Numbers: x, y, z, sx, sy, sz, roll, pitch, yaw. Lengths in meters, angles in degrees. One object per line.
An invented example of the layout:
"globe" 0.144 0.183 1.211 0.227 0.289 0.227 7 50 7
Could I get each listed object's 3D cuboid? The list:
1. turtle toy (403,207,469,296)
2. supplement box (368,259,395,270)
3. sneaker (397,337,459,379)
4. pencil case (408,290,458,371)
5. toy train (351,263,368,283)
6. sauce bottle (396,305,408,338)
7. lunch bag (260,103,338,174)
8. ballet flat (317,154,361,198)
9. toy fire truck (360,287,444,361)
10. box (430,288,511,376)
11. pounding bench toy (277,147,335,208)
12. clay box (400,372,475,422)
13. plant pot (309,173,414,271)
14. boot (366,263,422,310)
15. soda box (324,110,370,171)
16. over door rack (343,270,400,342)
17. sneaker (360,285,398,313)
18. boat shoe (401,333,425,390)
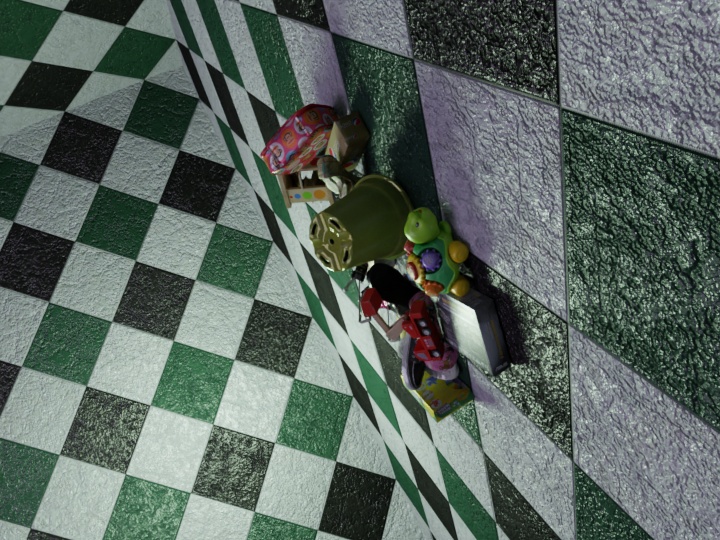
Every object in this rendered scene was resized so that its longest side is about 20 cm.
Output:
"turtle toy" 0.139 -0.034 1.173 0.146 0.100 0.203 42 147 54
"supplement box" 0.031 -0.092 1.518 0.127 0.073 0.201 55 163 29
"sneaker" 0.189 0.227 1.542 0.080 0.078 0.199 19 -175 -44
"pencil case" 0.176 0.144 1.395 0.086 0.082 0.203 26 141 48
"toy train" 0.000 0.000 1.418 0.034 0.046 0.200 23 -177 0
"sauce bottle" 0.129 0.158 1.625 0.065 0.064 0.201 55 163 30
"lunch bag" -0.136 -0.322 1.459 0.083 0.199 0.176 55 -152 5
"ballet flat" -0.044 -0.211 1.434 0.071 0.071 0.199 55 -168 29
"toy fire truck" 0.097 0.125 1.326 0.139 0.049 0.202 -10 122 28
"box" 0.223 0.109 1.236 0.200 0.048 0.161 32 145 64
"pounding bench toy" -0.135 -0.293 1.647 0.125 0.153 0.203 79 -171 -50
"clay box" 0.202 0.310 1.529 0.200 0.114 0.048 44 158 54
"plant pot" -0.007 -0.090 1.296 0.198 0.183 0.204 22 125 35
"boot" 0.056 0.030 1.440 0.199 0.077 0.167 30 177 -34
"soda box" -0.034 -0.298 1.412 0.069 0.063 0.200 62 166 6
"over door rack" 0.025 0.087 1.562 0.147 0.066 0.202 35 -148 -42
"sneaker" 0.060 0.087 1.697 0.200 0.086 0.075 36 149 61
"boat shoe" 0.147 0.200 1.483 0.056 0.068 0.204 -2 82 43
